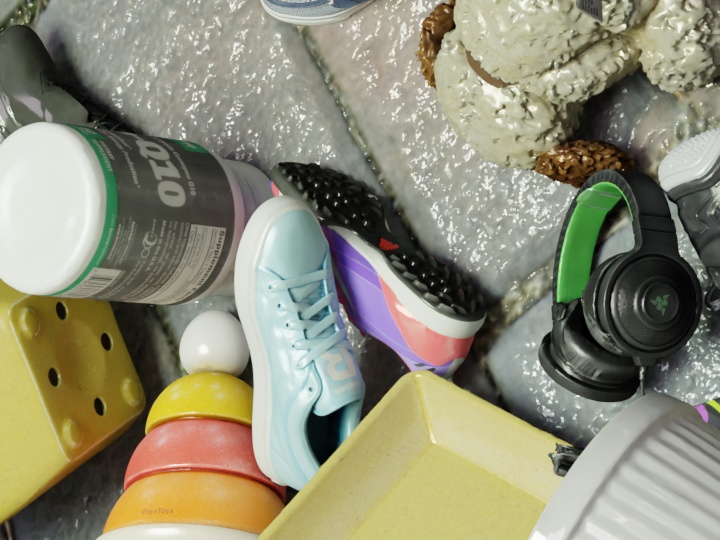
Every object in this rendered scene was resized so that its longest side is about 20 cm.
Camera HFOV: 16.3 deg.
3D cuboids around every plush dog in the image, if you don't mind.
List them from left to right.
[{"bbox_3d":[0.105,-0.138,1.550,0.200,0.160,0.172,47,137,30],"label":"plush dog"}]

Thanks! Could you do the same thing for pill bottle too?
[{"bbox_3d":[-0.150,-0.035,1.691,0.113,0.200,0.114,-3,85,37],"label":"pill bottle"}]

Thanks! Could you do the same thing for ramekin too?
[{"bbox_3d":[0.168,0.179,1.393,0.105,0.200,0.201,28,104,24],"label":"ramekin"}]

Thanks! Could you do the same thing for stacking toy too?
[{"bbox_3d":[-0.101,0.120,1.710,0.146,0.146,0.201,-13,61,37],"label":"stacking toy"}]

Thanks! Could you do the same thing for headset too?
[{"bbox_3d":[0.143,0.034,1.503,0.124,0.094,0.201,127,142,-54],"label":"headset"}]

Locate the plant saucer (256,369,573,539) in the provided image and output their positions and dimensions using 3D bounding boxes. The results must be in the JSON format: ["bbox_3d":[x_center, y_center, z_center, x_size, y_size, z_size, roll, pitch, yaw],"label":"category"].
[{"bbox_3d":[0.048,0.177,1.524,0.200,0.049,0.200,27,64,36],"label":"plant saucer"}]

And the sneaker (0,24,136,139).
[{"bbox_3d":[-0.205,-0.095,1.829,0.091,0.076,0.201,-30,78,26],"label":"sneaker"}]

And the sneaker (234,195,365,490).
[{"bbox_3d":[-0.026,0.052,1.615,0.082,0.074,0.201,18,122,45],"label":"sneaker"}]

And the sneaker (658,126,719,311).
[{"bbox_3d":[0.267,-0.044,1.448,0.200,0.075,0.114,-24,73,40],"label":"sneaker"}]

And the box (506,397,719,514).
[{"bbox_3d":[0.189,0.163,1.516,0.200,0.036,0.144,-25,72,35],"label":"box"}]

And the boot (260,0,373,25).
[{"bbox_3d":[-0.009,-0.215,1.663,0.199,0.090,0.073,-15,78,36],"label":"boot"}]

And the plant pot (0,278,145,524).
[{"bbox_3d":[-0.271,0.082,1.761,0.199,0.195,0.195,-15,101,30],"label":"plant pot"}]

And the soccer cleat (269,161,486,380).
[{"bbox_3d":[0.000,0.000,1.660,0.200,0.068,0.073,42,122,32],"label":"soccer cleat"}]
